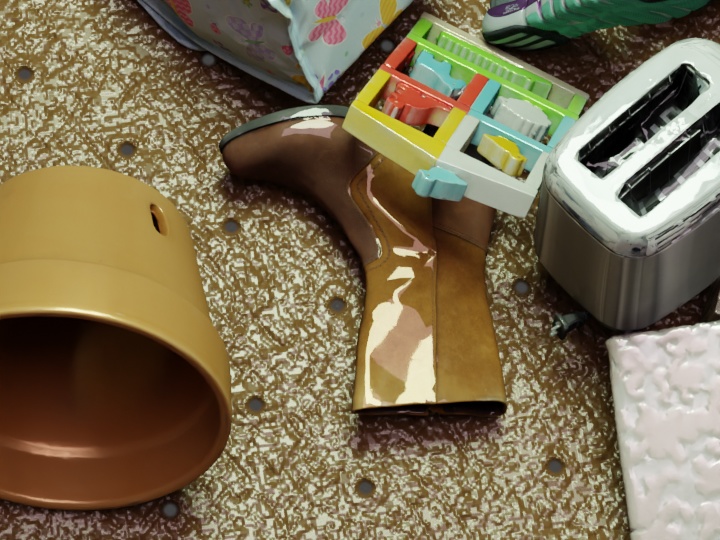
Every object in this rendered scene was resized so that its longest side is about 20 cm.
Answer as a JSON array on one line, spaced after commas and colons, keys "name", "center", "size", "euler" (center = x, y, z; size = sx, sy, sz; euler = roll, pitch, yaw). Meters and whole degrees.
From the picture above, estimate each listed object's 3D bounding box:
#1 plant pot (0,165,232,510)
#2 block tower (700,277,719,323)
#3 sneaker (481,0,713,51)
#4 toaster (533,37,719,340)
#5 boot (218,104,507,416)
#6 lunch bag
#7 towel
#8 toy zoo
[{"name": "plant pot", "center": [-0.174, 0.033, 1.331], "size": [0.199, 0.200, 0.140], "euler": [5, 50, -5]}, {"name": "block tower", "center": [0.267, -0.006, 1.463], "size": [0.054, 0.058, 0.200], "euler": [19, 65, 1]}, {"name": "sneaker", "center": [0.155, -0.206, 1.457], "size": [0.074, 0.200, 0.088], "euler": [10, 77, -42]}, {"name": "toaster", "center": [0.185, -0.052, 1.385], "size": [0.200, 0.129, 0.114], "euler": [-38, 67, -13]}, {"name": "boot", "center": [0.000, 0.000, 1.429], "size": [0.188, 0.068, 0.201], "euler": [7, 68, -18]}, {"name": "lunch bag", "center": [-0.057, -0.226, 1.477], "size": [0.200, 0.127, 0.170], "euler": [28, 65, 33]}, {"name": "towel", "center": [0.261, 0.120, 1.378], "size": [0.199, 0.032, 0.192], "euler": [-8, 85, 6]}, {"name": "toy zoo", "center": [0.068, -0.098, 1.436], "size": [0.131, 0.020, 0.200], "euler": [27, 32, 5]}]
